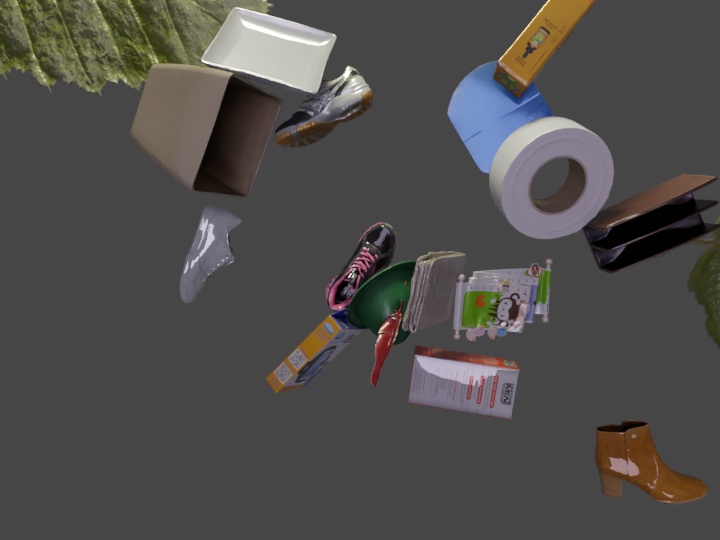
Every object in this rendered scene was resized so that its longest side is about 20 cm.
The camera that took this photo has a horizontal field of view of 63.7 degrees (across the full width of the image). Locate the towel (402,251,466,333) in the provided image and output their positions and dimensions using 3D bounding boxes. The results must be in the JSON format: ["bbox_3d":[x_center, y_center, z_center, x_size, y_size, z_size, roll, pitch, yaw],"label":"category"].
[{"bbox_3d":[0.134,0.035,1.035,0.034,0.199,0.134,17,101,27],"label":"towel"}]

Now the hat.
[{"bbox_3d":[0.080,0.109,1.022,0.199,0.166,0.176,-33,55,-4],"label":"hat"}]

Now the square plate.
[{"bbox_3d":[-0.153,-0.381,1.012,0.196,0.201,0.029,14,139,-3],"label":"square plate"}]

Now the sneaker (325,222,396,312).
[{"bbox_3d":[0.000,0.000,1.089,0.079,0.095,0.201,34,99,3],"label":"sneaker"}]

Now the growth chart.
[{"bbox_3d":[0.267,0.059,1.090,0.198,0.018,0.146,-8,104,-5],"label":"growth chart"}]

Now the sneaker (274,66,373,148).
[{"bbox_3d":[-0.077,-0.302,1.073,0.199,0.076,0.088,-26,79,6],"label":"sneaker"}]

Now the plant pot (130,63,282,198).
[{"bbox_3d":[-0.286,-0.262,1.039,0.176,0.200,0.202,26,101,14],"label":"plant pot"}]

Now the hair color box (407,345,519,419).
[{"bbox_3d":[0.196,0.214,1.117,0.198,0.061,0.103,9,99,6],"label":"hair color box"}]

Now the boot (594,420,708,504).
[{"bbox_3d":[0.550,0.357,1.094,0.199,0.071,0.146,-3,101,12],"label":"boot"}]

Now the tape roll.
[{"bbox_3d":[0.329,-0.158,1.005,0.200,0.071,0.204,-4,119,-7],"label":"tape roll"}]

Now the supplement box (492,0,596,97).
[{"bbox_3d":[0.313,-0.398,0.990,0.066,0.069,0.200,39,86,3],"label":"supplement box"}]

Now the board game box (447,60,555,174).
[{"bbox_3d":[0.255,-0.272,1.051,0.157,0.039,0.201,-32,87,11],"label":"board game box"}]

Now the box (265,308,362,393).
[{"bbox_3d":[-0.077,0.151,1.105,0.200,0.119,0.042,-43,72,11],"label":"box"}]

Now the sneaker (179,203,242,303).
[{"bbox_3d":[-0.291,-0.022,1.133,0.088,0.075,0.202,19,99,-9],"label":"sneaker"}]

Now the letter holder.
[{"bbox_3d":[0.508,-0.078,0.999,0.199,0.142,0.101,-25,95,9],"label":"letter holder"}]
